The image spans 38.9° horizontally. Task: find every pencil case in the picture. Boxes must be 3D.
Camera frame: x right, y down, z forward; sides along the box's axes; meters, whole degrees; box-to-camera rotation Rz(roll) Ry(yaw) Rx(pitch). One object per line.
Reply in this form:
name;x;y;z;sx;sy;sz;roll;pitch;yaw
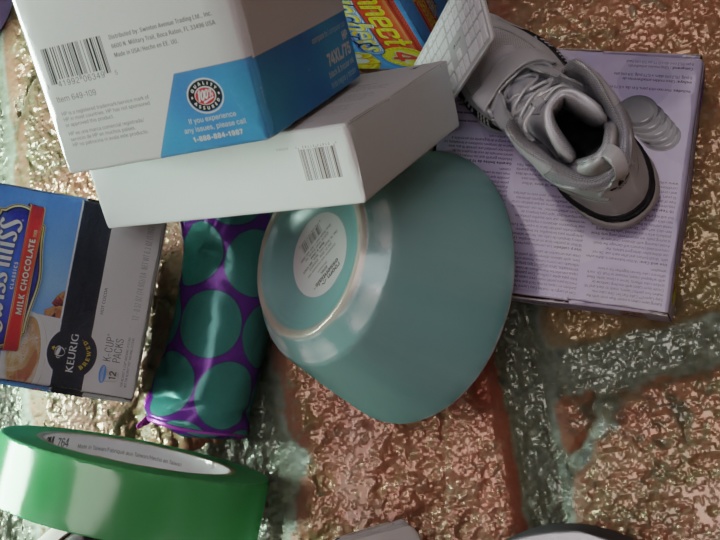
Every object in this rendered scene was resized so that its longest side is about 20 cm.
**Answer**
pencil case;-0.116;0.031;0.808;0.091;0.085;0.204;8;83;5

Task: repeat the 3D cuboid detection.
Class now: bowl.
bowl;0.000;0.000;0.718;0.199;0.104;0.204;-19;64;45

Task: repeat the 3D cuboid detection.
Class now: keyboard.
keyboard;0.056;-0.141;0.728;0.010;0.200;0.057;-3;74;-13

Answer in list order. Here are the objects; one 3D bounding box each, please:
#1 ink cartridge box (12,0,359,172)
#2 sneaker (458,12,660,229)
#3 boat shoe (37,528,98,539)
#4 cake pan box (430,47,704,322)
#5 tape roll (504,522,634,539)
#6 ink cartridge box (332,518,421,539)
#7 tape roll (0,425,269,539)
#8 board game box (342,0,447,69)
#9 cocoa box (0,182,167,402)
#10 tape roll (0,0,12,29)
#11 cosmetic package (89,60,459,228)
ink cartridge box;-0.110;-0.184;0.604;0.144;0.146;0.203;-5;111;24
sneaker;0.118;-0.117;0.679;0.075;0.115;0.200;-43;69;8
boat shoe;-0.267;0.276;0.832;0.199;0.074;0.060;-41;66;0
cake pan box;0.142;-0.067;0.750;0.197;0.052;0.188;6;81;20
tape roll;0.142;0.276;0.685;0.197;0.066;0.204;-3;80;18
ink cartridge box;-0.029;0.278;0.696;0.199;0.084;0.148;-36;66;34
tape roll;-0.167;0.156;0.743;0.197;0.200;0.049;10;83;21
board game box;-0.051;-0.215;0.763;0.192;0.200;0.057;5;79;21
cocoa box;-0.224;0.023;0.768;0.129;0.200;0.136;11;82;-12
tape roll;-0.433;-0.290;0.977;0.197;0.085;0.204;-4;80;20
cosmetic package;-0.054;-0.083;0.666;0.197;0.151;0.052;-3;114;30
